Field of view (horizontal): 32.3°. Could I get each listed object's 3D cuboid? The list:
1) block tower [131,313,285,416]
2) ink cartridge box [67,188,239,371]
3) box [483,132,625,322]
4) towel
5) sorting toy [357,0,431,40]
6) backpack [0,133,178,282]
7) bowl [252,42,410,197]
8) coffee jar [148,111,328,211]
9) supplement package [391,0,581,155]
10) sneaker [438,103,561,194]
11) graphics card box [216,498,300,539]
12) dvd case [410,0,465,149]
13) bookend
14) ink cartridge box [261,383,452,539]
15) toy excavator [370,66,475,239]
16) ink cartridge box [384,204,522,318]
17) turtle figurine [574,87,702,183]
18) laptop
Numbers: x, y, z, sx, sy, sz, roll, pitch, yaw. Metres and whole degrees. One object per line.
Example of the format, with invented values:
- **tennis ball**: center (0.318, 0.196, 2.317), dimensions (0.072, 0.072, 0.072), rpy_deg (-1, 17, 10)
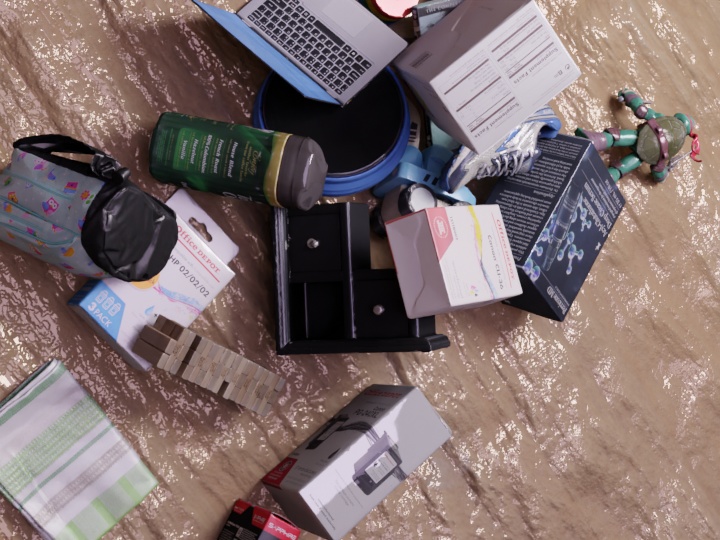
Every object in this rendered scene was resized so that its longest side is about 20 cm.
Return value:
- **block tower**: center (-0.172, 0.114, 1.462), dimensions (0.200, 0.058, 0.054), rpy_deg (32, 84, -47)
- **ink cartridge box**: center (-0.234, 0.007, 1.475), dimensions (0.115, 0.068, 0.200), rpy_deg (47, 71, -17)
- **box**: center (0.245, -0.062, 1.647), dimensions (0.201, 0.107, 0.148), rpy_deg (-60, 139, -14)
- **towel**: center (-0.345, 0.223, 1.439), dimensions (0.149, 0.031, 0.200), rpy_deg (-42, 105, -19)
- **sorting toy**: center (0.072, -0.408, 1.628), dimensions (0.199, 0.069, 0.201), rpy_deg (-10, 93, -25)
- **backpack**: center (-0.320, -0.065, 1.373), dimensions (0.127, 0.199, 0.167), rpy_deg (-62, 155, -17)
- **bowl**: center (-0.035, -0.192, 1.544), dimensions (0.199, 0.039, 0.202), rpy_deg (1, 71, -4)
- **coffee jar**: center (-0.141, -0.127, 1.456), dimensions (0.198, 0.104, 0.086), rpy_deg (11, 88, 11)
- **supplement package**: center (0.146, -0.246, 1.507), dimensions (0.155, 0.200, 0.111), rpy_deg (-39, 110, 1)
- **sneaker**: center (0.183, -0.154, 1.570), dimensions (0.200, 0.077, 0.085), rpy_deg (-42, 86, -22)
- **graphics card box**: center (-0.153, 0.377, 1.470), dimensions (0.051, 0.125, 0.201), rpy_deg (33, 75, -20)
- **dvd case**: center (0.144, -0.266, 1.641), dimensions (0.145, 0.022, 0.201), rpy_deg (-17, 116, -20)
- **bookend**: center (0.000, 0.000, 1.510), dimensions (0.198, 0.092, 0.201), rpy_deg (-2, 90, 19)
- **ink cartridge box**: center (-0.005, 0.231, 1.531), dimensions (0.200, 0.145, 0.084), rpy_deg (-40, 102, -20)
- **toy excavator**: center (0.067, -0.145, 1.617), dimensions (0.193, 0.100, 0.201), rpy_deg (21, 66, -22)
- **ink cartridge box**: center (0.123, -0.015, 1.476), dimensions (0.199, 0.067, 0.117), rpy_deg (-7, 81, -53)
- **turtle figurine**: center (0.402, -0.187, 1.763), dimensions (0.199, 0.101, 0.151), rpy_deg (-23, 98, -18)
- **laptop**: center (-0.068, -0.297, 1.495), dimensions (0.187, 0.116, 0.200), rpy_deg (41, 70, 12)
